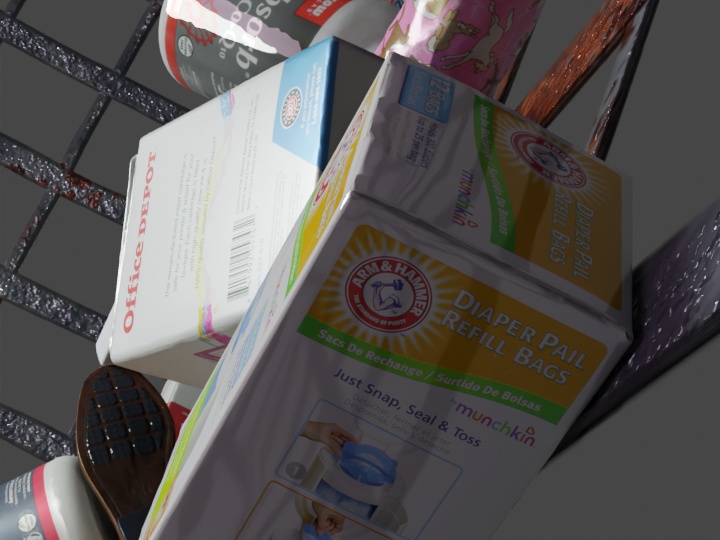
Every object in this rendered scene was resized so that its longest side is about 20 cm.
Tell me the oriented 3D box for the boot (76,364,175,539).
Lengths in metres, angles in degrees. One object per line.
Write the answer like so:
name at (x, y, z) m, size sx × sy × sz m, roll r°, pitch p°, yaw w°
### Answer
boot at (-0.159, 0.164, 1.178) m, size 0.097 × 0.074 × 0.200 m, roll 92°, pitch 160°, yaw -45°

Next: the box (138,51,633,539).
box at (0.005, 0.043, 0.586) m, size 0.200 × 0.101 × 0.113 m, roll -59°, pitch 8°, yaw 32°

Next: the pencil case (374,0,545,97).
pencil case at (0.068, -0.151, 0.930) m, size 0.201 × 0.086 × 0.083 m, roll -59°, pitch 26°, yaw 23°

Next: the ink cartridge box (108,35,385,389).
ink cartridge box at (-0.050, -0.023, 0.909) m, size 0.200 × 0.084 × 0.145 m, roll -18°, pitch 61°, yaw 49°

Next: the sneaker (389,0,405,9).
sneaker at (0.056, -0.178, 1.145) m, size 0.200 × 0.079 × 0.096 m, roll -60°, pitch 10°, yaw 30°

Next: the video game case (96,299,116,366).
video game case at (-0.089, 0.025, 1.163) m, size 0.200 × 0.181 × 0.023 m, roll 135°, pitch 123°, yaw -70°

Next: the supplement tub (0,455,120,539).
supplement tub at (-0.263, 0.233, 1.175) m, size 0.199 × 0.141 × 0.140 m, roll -25°, pitch 9°, yaw 0°

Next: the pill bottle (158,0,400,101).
pill bottle at (-0.033, -0.146, 1.125) m, size 0.116 × 0.199 × 0.116 m, roll -35°, pitch -40°, yaw -36°

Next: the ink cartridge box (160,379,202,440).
ink cartridge box at (-0.142, 0.147, 1.389) m, size 0.145 × 0.083 × 0.200 m, roll -60°, pitch 8°, yaw 30°
